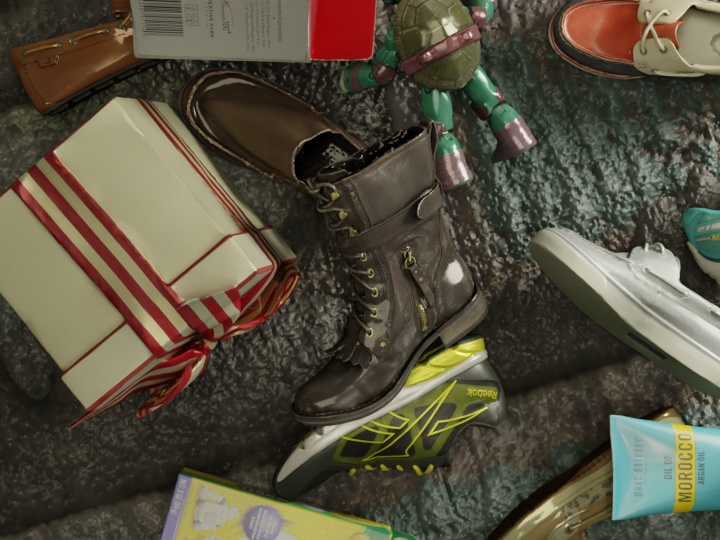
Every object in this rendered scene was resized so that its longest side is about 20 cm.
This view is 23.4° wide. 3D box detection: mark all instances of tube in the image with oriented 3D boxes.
[{"bbox_3d":[0.281,0.152,1.326,0.199,0.050,0.078,3,77,-17],"label":"tube"}]

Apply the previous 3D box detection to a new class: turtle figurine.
[{"bbox_3d":[0.053,-0.166,1.337,0.149,0.101,0.200,-26,95,-1],"label":"turtle figurine"}]

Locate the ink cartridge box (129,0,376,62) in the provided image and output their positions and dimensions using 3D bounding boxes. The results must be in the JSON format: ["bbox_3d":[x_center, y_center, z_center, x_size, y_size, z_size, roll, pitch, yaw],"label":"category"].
[{"bbox_3d":[-0.072,-0.249,1.286,0.175,0.084,0.200,2,47,1],"label":"ink cartridge box"}]

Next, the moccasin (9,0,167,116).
[{"bbox_3d":[-0.176,-0.194,1.349,0.201,0.074,0.078,-25,97,7],"label":"moccasin"}]

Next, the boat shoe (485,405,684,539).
[{"bbox_3d":[0.177,0.183,1.340,0.200,0.073,0.063,-35,89,-2],"label":"boat shoe"}]

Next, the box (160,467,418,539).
[{"bbox_3d":[-0.060,0.238,1.353,0.199,0.048,0.118,15,90,-1],"label":"box"}]

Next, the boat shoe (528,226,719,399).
[{"bbox_3d":[0.224,0.019,1.351,0.201,0.070,0.072,36,78,-3],"label":"boat shoe"}]

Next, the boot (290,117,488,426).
[{"bbox_3d":[0.000,0.000,1.285,0.200,0.069,0.174,-38,122,-23],"label":"boot"}]

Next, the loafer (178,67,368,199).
[{"bbox_3d":[-0.049,-0.102,1.342,0.200,0.071,0.073,26,87,3],"label":"loafer"}]

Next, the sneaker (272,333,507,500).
[{"bbox_3d":[0.026,0.129,1.340,0.200,0.074,0.085,-32,90,-1],"label":"sneaker"}]

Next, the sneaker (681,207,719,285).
[{"bbox_3d":[0.341,-0.069,1.346,0.200,0.078,0.080,-35,81,0],"label":"sneaker"}]

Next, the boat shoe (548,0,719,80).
[{"bbox_3d":[0.248,-0.181,1.351,0.199,0.063,0.071,9,91,1],"label":"boat shoe"}]

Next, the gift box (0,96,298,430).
[{"bbox_3d":[-0.169,-0.001,1.276,0.184,0.200,0.187,-40,89,13],"label":"gift box"}]
